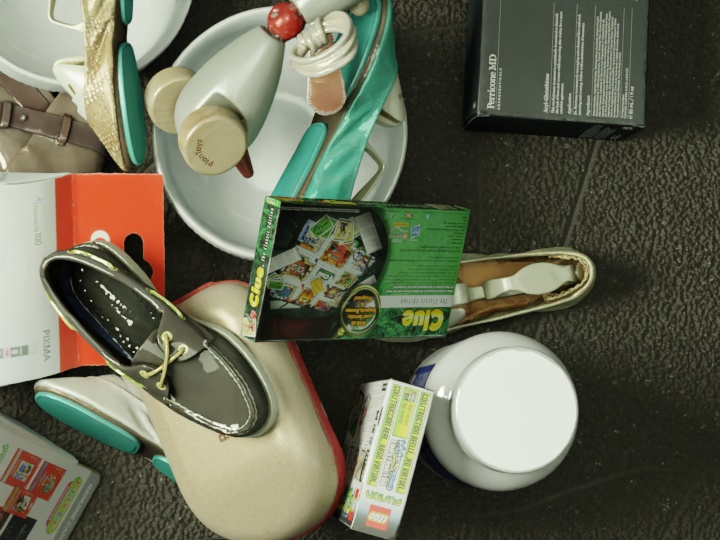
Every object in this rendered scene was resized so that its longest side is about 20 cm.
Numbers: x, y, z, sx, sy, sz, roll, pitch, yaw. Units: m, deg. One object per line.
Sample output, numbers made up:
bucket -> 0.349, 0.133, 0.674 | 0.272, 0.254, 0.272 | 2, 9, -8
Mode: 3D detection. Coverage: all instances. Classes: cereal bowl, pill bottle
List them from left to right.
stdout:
cereal bowl -> -0.235, -0.234, 1.329 | 0.199, 0.083, 0.201 | 3, 82, -22
cereal bowl -> -0.065, -0.103, 1.337 | 0.199, 0.083, 0.201 | 0, 85, -5
pill bottle -> 0.101, 0.107, 1.282 | 0.119, 0.200, 0.120 | 0, 85, -5

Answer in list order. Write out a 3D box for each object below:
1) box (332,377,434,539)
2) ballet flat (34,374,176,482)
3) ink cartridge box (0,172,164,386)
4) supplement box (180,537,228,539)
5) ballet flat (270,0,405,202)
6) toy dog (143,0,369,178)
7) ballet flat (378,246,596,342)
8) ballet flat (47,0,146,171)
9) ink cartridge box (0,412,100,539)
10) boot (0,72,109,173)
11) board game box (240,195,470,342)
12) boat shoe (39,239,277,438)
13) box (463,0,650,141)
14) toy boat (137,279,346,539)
box -> 0.012, 0.140, 1.271 | 0.035, 0.200, 0.111 | 16, 84, -5
ballet flat -> -0.160, 0.123, 1.331 | 0.199, 0.069, 0.070 | 31, 83, -7
ink cartridge box -> -0.249, 0.007, 1.265 | 0.199, 0.057, 0.163 | 2, 111, 1
supplement box -> -0.131, 0.236, 1.248 | 0.108, 0.200, 0.061 | -3, 85, -5
ballet flat -> -0.007, -0.107, 1.275 | 0.070, 0.067, 0.201 | 27, 82, -29
toy dog -> -0.062, -0.138, 1.246 | 0.199, 0.096, 0.132 | -27, 46, 21
ballet flat -> 0.094, 0.013, 1.359 | 0.199, 0.062, 0.068 | -13, 87, -6
ballet flat -> -0.199, -0.174, 1.260 | 0.065, 0.071, 0.201 | -2, 94, 4
ink cartridge box -> -0.312, 0.204, 1.278 | 0.084, 0.176, 0.201 | 26, 81, 28
boot -> -0.237, -0.067, 1.337 | 0.200, 0.070, 0.147 | 35, 74, -9
board game box -> 0.000, 0.000, 1.255 | 0.199, 0.023, 0.105 | 1, 102, -44
boat shoe -> -0.148, 0.054, 1.207 | 0.201, 0.061, 0.072 | 38, 106, 14
box -> 0.160, -0.214, 1.379 | 0.140, 0.079, 0.201 | 4, 85, -8
toy boat -> -0.078, 0.108, 1.287 | 0.130, 0.131, 0.201 | -27, 80, 24
